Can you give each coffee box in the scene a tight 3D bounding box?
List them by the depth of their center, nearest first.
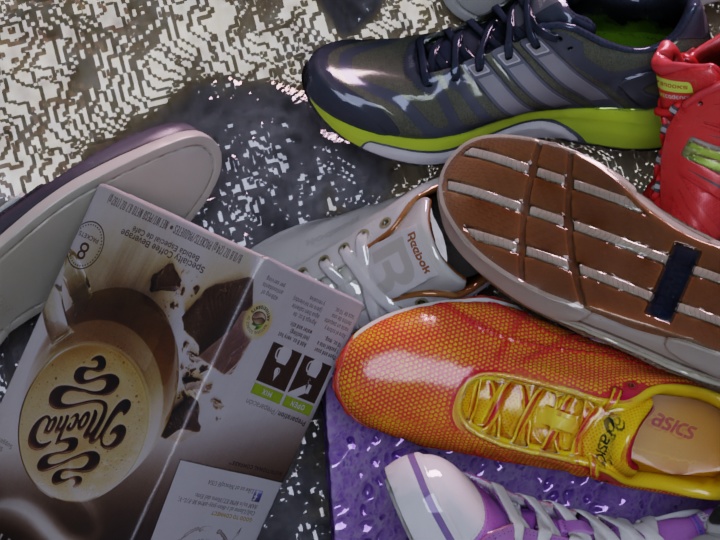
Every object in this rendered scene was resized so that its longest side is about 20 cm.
[{"bbox_3d":[-0.099,0.078,1.271,0.113,0.080,0.200,23,89,40],"label":"coffee box"}]

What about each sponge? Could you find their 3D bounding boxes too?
[{"bbox_3d":[0.083,0.085,1.320,0.200,0.030,0.112,-4,101,-7],"label":"sponge"}]

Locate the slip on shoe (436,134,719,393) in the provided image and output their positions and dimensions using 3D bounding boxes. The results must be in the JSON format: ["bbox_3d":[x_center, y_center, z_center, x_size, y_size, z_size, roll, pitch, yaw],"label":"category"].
[{"bbox_3d":[0.125,0.005,1.266,0.200,0.061,0.076,22,69,15],"label":"slip on shoe"}]

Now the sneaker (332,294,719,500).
[{"bbox_3d":[0.087,0.057,1.262,0.200,0.077,0.073,8,99,-9],"label":"sneaker"}]

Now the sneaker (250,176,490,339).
[{"bbox_3d":[0.000,0.000,1.321,0.200,0.085,0.073,-29,86,-4],"label":"sneaker"}]

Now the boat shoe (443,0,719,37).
[{"bbox_3d":[0.136,-0.162,1.361,0.200,0.074,0.060,-11,41,11],"label":"boat shoe"}]

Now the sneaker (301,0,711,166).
[{"bbox_3d":[0.071,-0.103,1.330,0.200,0.081,0.074,-5,48,-8],"label":"sneaker"}]

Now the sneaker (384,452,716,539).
[{"bbox_3d":[0.100,0.122,1.273,0.114,0.073,0.200,-37,127,11],"label":"sneaker"}]

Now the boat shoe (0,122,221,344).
[{"bbox_3d":[-0.159,-0.017,1.322,0.200,0.073,0.063,-34,52,-4],"label":"boat shoe"}]

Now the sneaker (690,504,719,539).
[{"bbox_3d":[0.173,0.152,1.238,0.200,0.081,0.083,-33,123,5],"label":"sneaker"}]

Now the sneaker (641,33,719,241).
[{"bbox_3d":[0.158,-0.066,1.306,0.085,0.077,0.200,32,103,-25],"label":"sneaker"}]
